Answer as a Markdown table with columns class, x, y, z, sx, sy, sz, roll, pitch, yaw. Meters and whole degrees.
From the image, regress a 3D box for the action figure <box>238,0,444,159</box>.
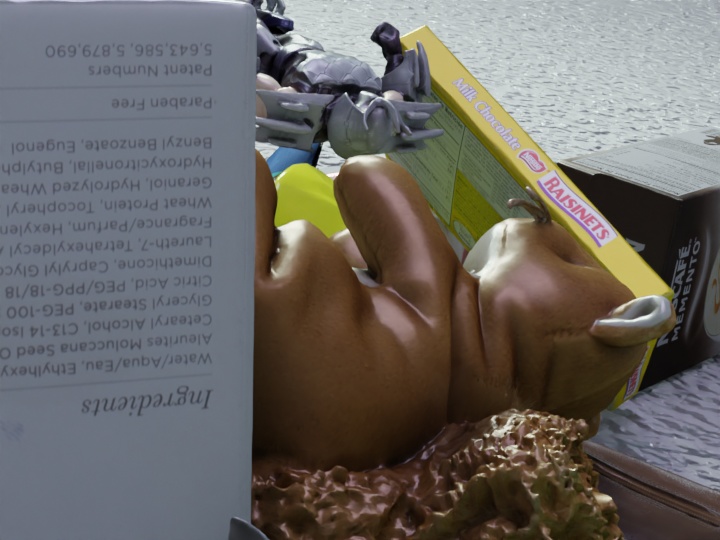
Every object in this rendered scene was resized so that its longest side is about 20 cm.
| class | x | y | z | sx | sy | sz | roll | pitch | yaw |
| --- | --- | --- | --- | --- | --- | --- | --- | --- | --- |
| action figure | -0.037 | -0.108 | 0.963 | 0.129 | 0.070 | 0.200 | 14 | 17 | -40 |

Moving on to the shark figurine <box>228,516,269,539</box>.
| class | x | y | z | sx | sy | sz | roll | pitch | yaw |
| --- | --- | --- | --- | --- | --- | --- | --- | --- | --- |
| shark figurine | -0.065 | 0.118 | 0.594 | 0.212 | 0.090 | 0.128 | 12 | 15 | -2 |

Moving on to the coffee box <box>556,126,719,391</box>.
| class | x | y | z | sx | sy | sz | roll | pitch | yaw |
| --- | --- | --- | --- | --- | --- | --- | --- | --- | --- |
| coffee box | 0.181 | -0.011 | 1.107 | 0.079 | 0.115 | 0.199 | 21 | 21 | 30 |

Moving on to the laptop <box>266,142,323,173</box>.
| class | x | y | z | sx | sy | sz | roll | pitch | yaw |
| --- | --- | --- | --- | --- | --- | --- | --- | --- | --- |
| laptop | -0.123 | -0.039 | 1.008 | 0.198 | 0.117 | 0.187 | 10 | 16 | 0 |

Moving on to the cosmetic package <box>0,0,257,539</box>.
| class | x | y | z | sx | sy | sz | roll | pitch | yaw |
| --- | --- | --- | --- | --- | --- | --- | --- | --- | --- |
| cosmetic package | -0.136 | 0.003 | 0.663 | 0.163 | 0.202 | 0.165 | -2 | 10 | -21 |

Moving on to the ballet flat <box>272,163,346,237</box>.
| class | x | y | z | sx | sy | sz | roll | pitch | yaw |
| --- | --- | --- | --- | --- | --- | --- | --- | --- | --- |
| ballet flat | 0.000 | 0.000 | 0.926 | 0.066 | 0.067 | 0.200 | 10 | -15 | 13 |

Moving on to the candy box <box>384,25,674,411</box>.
| class | x | y | z | sx | sy | sz | roll | pitch | yaw |
| --- | --- | --- | --- | --- | --- | --- | --- | --- | --- |
| candy box | 0.082 | -0.028 | 0.999 | 0.026 | 0.103 | 0.200 | -29 | 64 | -23 |

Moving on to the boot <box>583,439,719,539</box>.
| class | x | y | z | sx | sy | sz | roll | pitch | yaw |
| --- | --- | --- | --- | --- | --- | --- | --- | --- | --- |
| boot | 0.115 | 0.088 | 0.829 | 0.199 | 0.065 | 0.186 | 17 | 31 | 31 |

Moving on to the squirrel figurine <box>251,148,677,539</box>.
| class | x | y | z | sx | sy | sz | roll | pitch | yaw |
| --- | --- | --- | --- | --- | --- | --- | --- | --- | --- |
| squirrel figurine | 0.030 | 0.055 | 0.729 | 0.185 | 0.142 | 0.201 | 0 | 52 | -23 |

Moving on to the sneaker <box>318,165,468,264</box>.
| class | x | y | z | sx | sy | sz | roll | pitch | yaw |
| --- | --- | --- | --- | --- | --- | --- | --- | --- | --- |
| sneaker | 0.061 | -0.013 | 1.112 | 0.198 | 0.076 | 0.105 | 5 | 19 | -8 |
